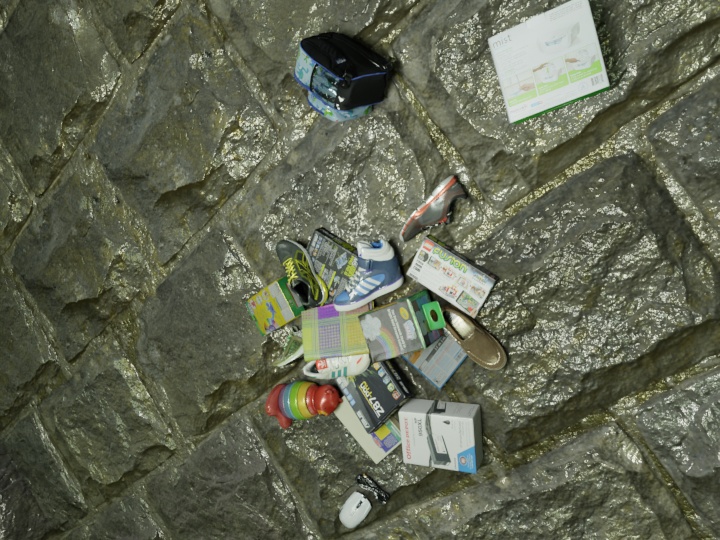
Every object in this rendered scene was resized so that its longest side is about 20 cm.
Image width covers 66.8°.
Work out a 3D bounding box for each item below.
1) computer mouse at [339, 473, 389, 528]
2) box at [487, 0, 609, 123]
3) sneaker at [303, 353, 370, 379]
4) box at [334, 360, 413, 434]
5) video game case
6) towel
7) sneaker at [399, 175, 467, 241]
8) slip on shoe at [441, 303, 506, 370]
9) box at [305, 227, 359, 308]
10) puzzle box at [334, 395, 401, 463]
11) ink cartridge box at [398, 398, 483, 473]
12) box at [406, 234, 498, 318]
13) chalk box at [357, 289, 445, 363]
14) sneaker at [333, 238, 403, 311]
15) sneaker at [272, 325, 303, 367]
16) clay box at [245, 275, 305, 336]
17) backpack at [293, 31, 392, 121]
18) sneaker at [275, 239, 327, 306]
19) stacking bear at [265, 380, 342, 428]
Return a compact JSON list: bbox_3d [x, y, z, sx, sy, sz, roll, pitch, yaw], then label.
[{"bbox_3d":[-0.006,0.683,1.576,0.109,0.044,0.202,36,115,13],"label":"computer mouse"},{"bbox_3d":[0.379,-0.417,1.101,0.196,0.096,0.181,-16,94,28],"label":"box"},{"bbox_3d":[-0.064,0.244,1.418,0.197,0.092,0.072,-22,72,35],"label":"sneaker"},{"bbox_3d":[0.026,0.294,1.434,0.162,0.049,0.202,-49,61,26],"label":"box"},{"bbox_3d":[0.166,0.185,1.391,0.199,0.018,0.144,40,116,13],"label":"video game case"},{"bbox_3d":[-0.055,0.154,1.405,0.195,0.023,0.147,-11,67,11],"label":"towel"},{"bbox_3d":[0.172,-0.127,1.286,0.082,0.077,0.200,44,117,3],"label":"sneaker"},{"bbox_3d":[0.266,0.159,1.303,0.076,0.060,0.201,-43,79,9],"label":"slip on shoe"},{"bbox_3d":[-0.086,0.013,1.460,0.158,0.044,0.203,30,114,16],"label":"box"},{"bbox_3d":[0.023,0.418,1.510,0.201,0.025,0.133,48,116,9],"label":"puzzle box"},{"bbox_3d":[0.204,0.417,1.388,0.196,0.084,0.149,-1,101,27],"label":"ink cartridge box"},{"bbox_3d":[0.219,0.013,1.314,0.198,0.035,0.112,34,114,16],"label":"box"},{"bbox_3d":[0.116,0.128,1.321,0.197,0.123,0.127,-21,88,30],"label":"chalk box"},{"bbox_3d":[0.000,0.000,1.361,0.196,0.081,0.149,-23,111,7],"label":"sneaker"},{"bbox_3d":[-0.181,0.204,1.545,0.198,0.076,0.090,-35,73,23],"label":"sneaker"},{"bbox_3d":[-0.243,0.104,1.535,0.199,0.047,0.117,-30,88,47],"label":"clay box"},{"bbox_3d":[-0.054,-0.447,1.263,0.200,0.181,0.149,42,137,21],"label":"backpack"},{"bbox_3d":[-0.161,0.005,1.422,0.074,0.084,0.201,-41,82,27],"label":"sneaker"},{"bbox_3d":[-0.148,0.367,1.532,0.196,0.115,0.122,-11,134,28],"label":"stacking bear"}]
